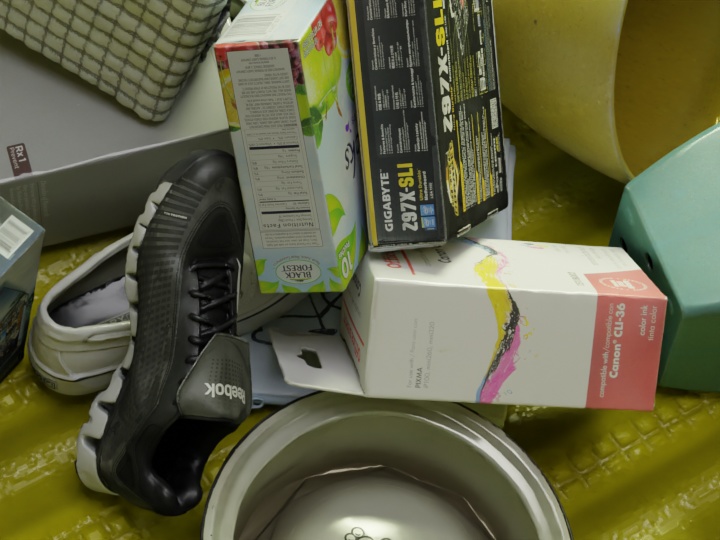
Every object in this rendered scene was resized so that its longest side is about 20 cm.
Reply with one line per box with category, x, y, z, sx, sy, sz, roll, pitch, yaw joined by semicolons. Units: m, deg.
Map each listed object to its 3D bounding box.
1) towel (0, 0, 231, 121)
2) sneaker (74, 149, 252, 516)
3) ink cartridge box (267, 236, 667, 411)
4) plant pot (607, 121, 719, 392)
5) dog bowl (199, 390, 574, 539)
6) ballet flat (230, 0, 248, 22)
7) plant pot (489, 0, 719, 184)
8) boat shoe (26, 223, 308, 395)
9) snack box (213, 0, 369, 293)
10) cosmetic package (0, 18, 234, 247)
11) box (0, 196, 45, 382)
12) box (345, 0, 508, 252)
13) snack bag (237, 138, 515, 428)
towel;-0.147;-0.197;1.465;0.199;0.166;0.086;31;53;3
sneaker;-0.086;0.039;1.438;0.066;0.201;0.090;5;18;-42
ink cartridge box;0.054;0.024;1.492;0.198;0.068;0.117;3;13;-9
plant pot;0.251;-0.016;1.577;0.199;0.142;0.142;-15;62;-13
dog bowl;0.010;0.164;1.451;0.199;0.074;0.201;5;58;-8
ballet flat;-0.119;-0.172;1.607;0.199;0.069;0.070;18;52;-33
plant pot;0.133;-0.160;1.626;0.141;0.201;0.200;17;53;28
boat shoe;-0.094;-0.002;1.516;0.199;0.066;0.072;-23;65;-21
snack box;-0.019;-0.093;1.491;0.053;0.143;0.200;-2;26;16
cosmetic package;-0.159;-0.082;1.550;0.199;0.090;0.107;-17;63;-9
box;-0.242;0.068;1.420;0.038;0.137;0.200;35;58;9
box;0.036;-0.121;1.505;0.049;0.160;0.202;-3;98;17
snack bag;0.000;0.000;1.582;0.187;0.021;0.201;5;59;-8
